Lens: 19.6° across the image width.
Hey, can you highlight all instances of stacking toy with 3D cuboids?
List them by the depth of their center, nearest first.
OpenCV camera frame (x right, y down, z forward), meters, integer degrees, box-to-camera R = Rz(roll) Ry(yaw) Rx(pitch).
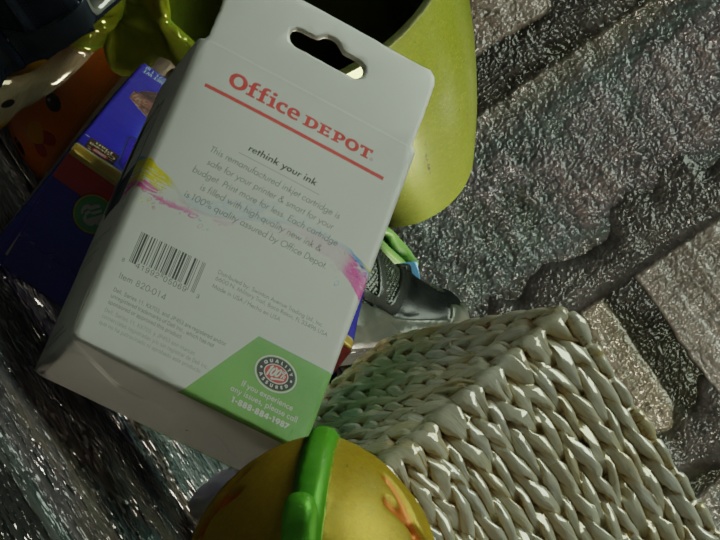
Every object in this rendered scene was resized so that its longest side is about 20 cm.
[{"bbox_3d":[-0.217,-0.155,1.298,0.200,0.146,0.146,38,3,-6],"label":"stacking toy"}]

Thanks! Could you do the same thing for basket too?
[{"bbox_3d":[0.053,0.143,1.057,0.199,0.161,0.200,56,-29,-11],"label":"basket"}]

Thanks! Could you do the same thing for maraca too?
[{"bbox_3d":[-0.022,0.134,0.837,0.200,0.106,0.138,-40,131,-85],"label":"maraca"}]

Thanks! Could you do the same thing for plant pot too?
[{"bbox_3d":[-0.003,-0.120,1.293,0.187,0.187,0.200,57,-2,41],"label":"plant pot"}]

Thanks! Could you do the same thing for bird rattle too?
[{"bbox_3d":[-0.172,-0.153,1.129,0.113,0.163,0.200,43,-7,19],"label":"bird rattle"}]

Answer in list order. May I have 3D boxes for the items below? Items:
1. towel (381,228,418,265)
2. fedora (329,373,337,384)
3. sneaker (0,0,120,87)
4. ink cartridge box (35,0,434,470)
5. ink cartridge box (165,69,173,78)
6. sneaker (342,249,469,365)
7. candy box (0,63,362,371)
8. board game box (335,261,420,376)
[{"bbox_3d":[-0.076,-0.031,1.461,0.149,0.199,0.031,39,55,-39],"label":"towel"},{"bbox_3d":[-0.088,0.040,1.369,0.177,0.090,0.200,58,0,20],"label":"fedora"},{"bbox_3d":[-0.198,-0.169,1.017,0.203,0.146,0.077,56,2,27],"label":"sneaker"},{"bbox_3d":[-0.053,-0.023,0.954,0.117,0.201,0.067,27,-25,-13],"label":"ink cartridge box"},{"bbox_3d":[-0.129,-0.180,1.440,0.200,0.048,0.146,60,-17,25],"label":"ink cartridge box"},{"bbox_3d":[0.000,0.000,1.291,0.199,0.076,0.115,0,73,-57],"label":"sneaker"},{"bbox_3d":[-0.084,-0.013,1.084,0.169,0.077,0.200,36,17,-7],"label":"candy box"},{"bbox_3d":[-0.005,0.088,1.461,0.200,0.040,0.154,-27,-107,63],"label":"board game box"}]
